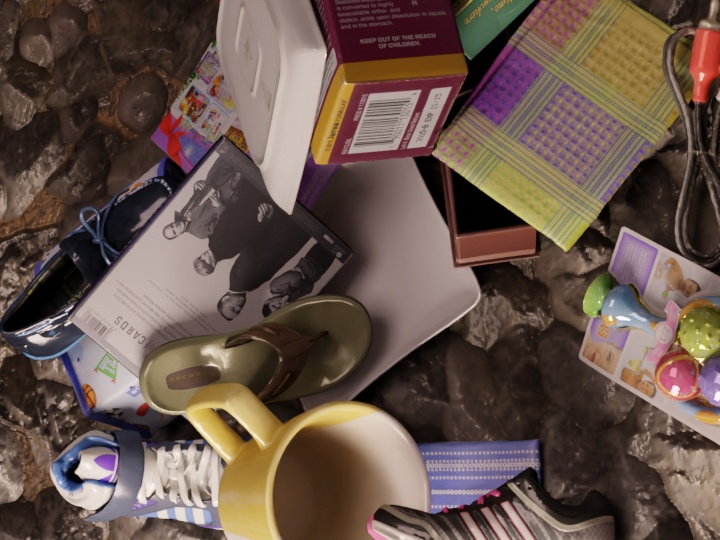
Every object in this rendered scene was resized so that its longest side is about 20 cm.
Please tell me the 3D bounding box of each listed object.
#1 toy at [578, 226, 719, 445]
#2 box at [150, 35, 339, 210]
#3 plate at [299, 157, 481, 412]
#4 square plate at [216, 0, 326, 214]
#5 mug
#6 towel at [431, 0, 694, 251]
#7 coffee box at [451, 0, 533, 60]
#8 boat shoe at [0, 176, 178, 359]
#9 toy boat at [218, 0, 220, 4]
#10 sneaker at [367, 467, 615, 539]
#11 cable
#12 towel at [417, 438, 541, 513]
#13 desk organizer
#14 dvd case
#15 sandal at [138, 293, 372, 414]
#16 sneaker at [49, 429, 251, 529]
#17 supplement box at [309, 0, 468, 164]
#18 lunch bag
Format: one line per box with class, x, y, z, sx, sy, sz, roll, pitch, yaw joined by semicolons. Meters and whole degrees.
toy;0.243;0.060;1.437;0.200;0.047;0.116;33;115;39
box;-0.093;-0.125;1.717;0.137;0.039;0.200;-56;46;8
plate;0.000;0.000;1.651;0.199;0.032;0.201;-39;60;25
square plate;-0.078;-0.180;1.550;0.201;0.028;0.199;105;151;-51
mug;-0.047;0.168;1.570;0.153;0.149;0.188;-14;92;61
towel;0.167;-0.130;1.501;0.143;0.023;0.200;36;83;13
coffee box;0.090;-0.267;1.576;0.123;0.044;0.200;-41;36;12
boat shoe;-0.225;0.001;1.647;0.084;0.069;0.200;42;95;28
toy boat;-0.061;-0.257;1.657;0.130;0.131;0.201;-28;49;-1
sneaker;0.106;0.193;1.486;0.198;0.074;0.088;7;75;13
cable;0.261;-0.106;1.455;0.096;0.050;0.201;16;86;5
towel;0.079;0.237;1.550;0.144;0.024;0.202;-5;78;35
desk organizer;0.097;-0.112;1.557;0.071;0.077;0.202;-7;74;2
dvd case;-0.125;0.010;1.615;0.200;0.150;0.025;-48;15;2
sandal;-0.084;0.079;1.592;0.199;0.057;0.080;-17;98;-5
sneaker;-0.174;0.180;1.671;0.199;0.146;0.081;-4;78;36
supplement box;0.003;-0.202;1.511;0.131;0.102;0.201;114;147;-63
lunch bag;-0.198;0.017;1.736;0.170;0.124;0.201;-36;57;15
